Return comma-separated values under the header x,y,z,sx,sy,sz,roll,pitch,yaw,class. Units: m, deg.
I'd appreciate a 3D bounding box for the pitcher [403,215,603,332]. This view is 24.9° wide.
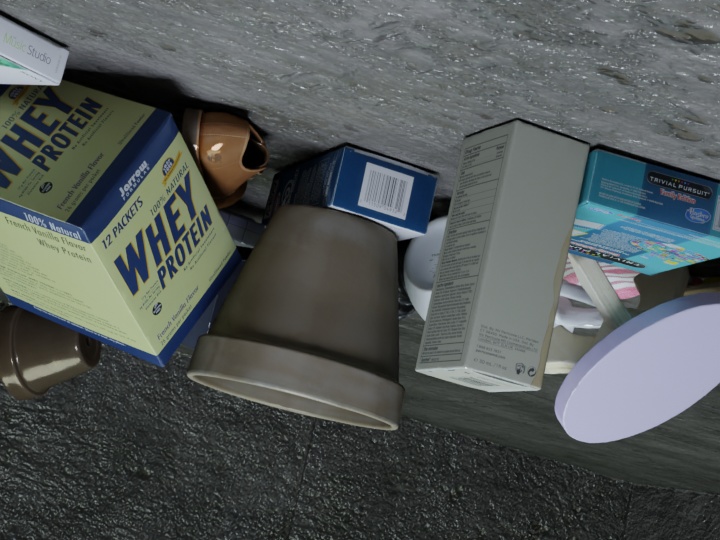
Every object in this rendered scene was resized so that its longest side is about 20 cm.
x,y,z,sx,sy,sz,roll,pitch,yaw,class
0.149,0.019,1.609,0.171,0.122,0.200,-12,150,32,pitcher

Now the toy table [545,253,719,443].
x,y,z,sx,sy,sz,roll,pitch,yaw,class
0.256,0.066,1.548,0.117,0.199,0.185,-122,13,-49,toy table

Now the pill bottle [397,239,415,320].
x,y,z,sx,sy,sz,roll,pitch,yaw,class
0.000,0.000,1.721,0.199,0.113,0.112,-5,161,36,pill bottle

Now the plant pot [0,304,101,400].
x,y,z,sx,sy,sz,roll,pitch,yaw,class
-0.639,0.161,3.384,0.173,0.202,0.200,-8,164,16,plant pot

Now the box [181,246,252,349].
x,y,z,sx,sy,sz,roll,pitch,yaw,class
-0.205,0.001,1.831,0.199,0.105,0.182,20,-168,22,box

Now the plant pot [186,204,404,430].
x,y,z,sx,sy,sz,roll,pitch,yaw,class
-0.043,0.039,1.497,0.199,0.175,0.200,13,170,2,plant pot

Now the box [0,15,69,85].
x,y,z,sx,sy,sz,roll,pitch,yaw,class
-0.363,-0.195,1.361,0.199,0.037,0.144,5,167,37,box

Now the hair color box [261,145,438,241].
x,y,z,sx,sy,sz,roll,pitch,yaw,class
-0.014,-0.065,1.562,0.099,0.061,0.200,17,169,-21,hair color box

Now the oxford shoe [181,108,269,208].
x,y,z,sx,sy,sz,roll,pitch,yaw,class
-0.118,-0.097,1.509,0.071,0.072,0.200,2,171,2,oxford shoe

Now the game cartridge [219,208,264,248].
x,y,z,sx,sy,sz,roll,pitch,yaw,class
-0.192,-0.061,1.663,0.129,0.039,0.200,14,178,-30,game cartridge

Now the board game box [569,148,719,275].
x,y,z,sx,sy,sz,roll,pitch,yaw,class
0.226,-0.046,1.388,0.150,0.047,0.200,15,170,-13,board game box

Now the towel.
x,y,z,sx,sy,sz,roll,pitch,yaw,class
0.236,-0.004,1.668,0.199,0.030,0.146,20,167,-34,towel

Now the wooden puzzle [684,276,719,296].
x,y,z,sx,sy,sz,roll,pitch,yaw,class
0.421,0.030,1.600,0.184,0.037,0.200,14,165,-20,wooden puzzle

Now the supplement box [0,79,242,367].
x,y,z,sx,sy,sz,roll,pitch,yaw,class
-0.245,-0.050,1.456,0.199,0.135,0.200,19,150,30,supplement box

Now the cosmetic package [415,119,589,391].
x,y,z,sx,sy,sz,roll,pitch,yaw,class
0.112,-0.009,1.304,0.073,0.201,0.103,17,171,-19,cosmetic package
